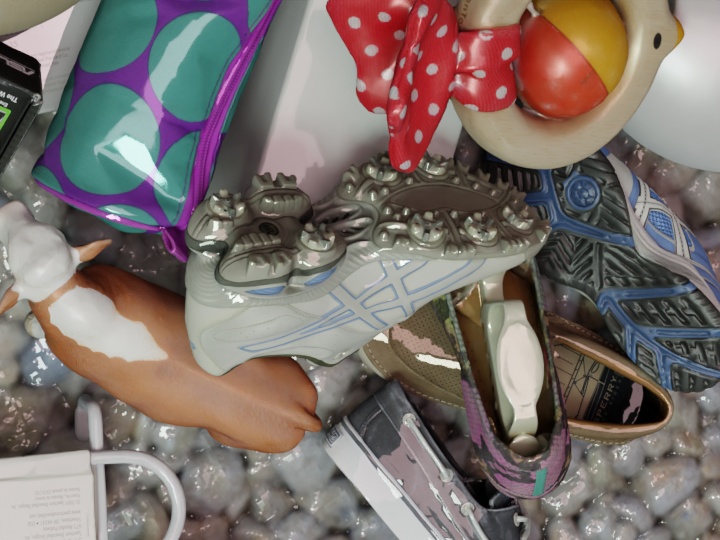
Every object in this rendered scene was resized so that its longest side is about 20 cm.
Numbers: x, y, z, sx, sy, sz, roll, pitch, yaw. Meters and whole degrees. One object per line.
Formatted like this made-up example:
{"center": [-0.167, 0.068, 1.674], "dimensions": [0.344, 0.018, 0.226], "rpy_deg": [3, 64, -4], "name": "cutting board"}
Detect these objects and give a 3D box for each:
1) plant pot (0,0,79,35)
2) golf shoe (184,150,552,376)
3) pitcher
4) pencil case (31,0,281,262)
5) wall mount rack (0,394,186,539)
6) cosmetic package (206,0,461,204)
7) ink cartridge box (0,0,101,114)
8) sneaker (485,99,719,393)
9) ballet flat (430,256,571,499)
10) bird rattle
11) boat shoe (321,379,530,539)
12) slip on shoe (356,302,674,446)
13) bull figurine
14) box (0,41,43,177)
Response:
{"center": [-0.161, -0.218, 0.683], "dimensions": [0.198, 0.134, 0.203], "rpy_deg": [10, 71, -30], "name": "plant pot"}
{"center": [0.000, 0.000, 0.801], "dimensions": [0.198, 0.079, 0.098], "rpy_deg": [-7, 133, -28], "name": "golf shoe"}
{"center": [0.233, -0.135, 0.945], "dimensions": [0.198, 0.121, 0.174], "rpy_deg": [16, 68, -29], "name": "pitcher"}
{"center": [-0.080, -0.114, 0.776], "dimensions": [0.092, 0.085, 0.202], "rpy_deg": [25, 90, 19], "name": "pencil case"}
{"center": [-0.192, 0.157, 0.841], "dimensions": [0.197, 0.074, 0.176], "rpy_deg": [-3, 91, -18], "name": "wall mount rack"}
{"center": [0.001, -0.112, 0.868], "dimensions": [0.106, 0.085, 0.203], "rpy_deg": [16, 88, -22], "name": "cosmetic package"}
{"center": [-0.169, -0.183, 0.822], "dimensions": [0.114, 0.067, 0.203], "rpy_deg": [-13, 98, -18], "name": "ink cartridge box"}
{"center": [0.146, -0.019, 0.945], "dimensions": [0.075, 0.077, 0.201], "rpy_deg": [-37, 91, 27], "name": "sneaker"}
{"center": [0.074, 0.022, 0.872], "dimensions": [0.068, 0.071, 0.202], "rpy_deg": [-9, 67, -10], "name": "ballet flat"}
{"center": [0.090, -0.117, 0.798], "dimensions": [0.163, 0.112, 0.201], "rpy_deg": [43, 77, -37], "name": "bird rattle"}
{"center": [0.066, 0.147, 0.922], "dimensions": [0.068, 0.072, 0.200], "rpy_deg": [-41, 98, 2], "name": "boat shoe"}
{"center": [0.090, 0.054, 0.929], "dimensions": [0.198, 0.061, 0.077], "rpy_deg": [24, 87, -18], "name": "slip on shoe"}
{"center": [-0.112, 0.035, 0.829], "dimensions": [0.199, 0.121, 0.066], "rpy_deg": [34, 83, -18], "name": "bull figurine"}
{"center": [-0.277, -0.054, 0.749], "dimensions": [0.199, 0.048, 0.194], "rpy_deg": [25, 114, -27], "name": "box"}
